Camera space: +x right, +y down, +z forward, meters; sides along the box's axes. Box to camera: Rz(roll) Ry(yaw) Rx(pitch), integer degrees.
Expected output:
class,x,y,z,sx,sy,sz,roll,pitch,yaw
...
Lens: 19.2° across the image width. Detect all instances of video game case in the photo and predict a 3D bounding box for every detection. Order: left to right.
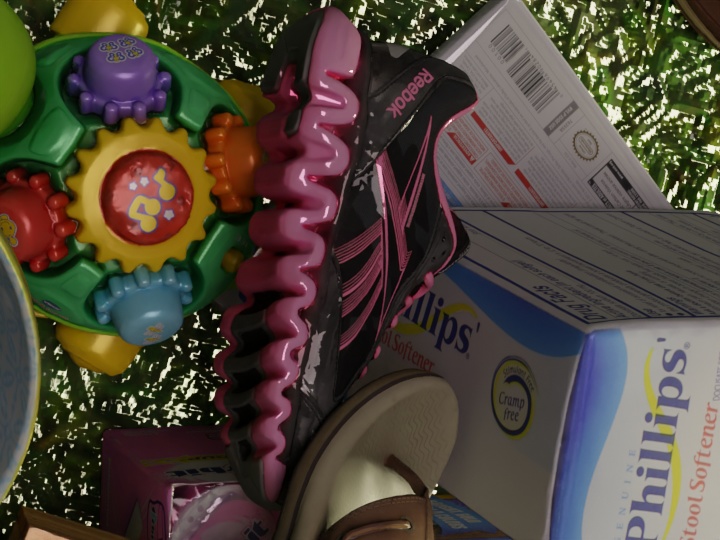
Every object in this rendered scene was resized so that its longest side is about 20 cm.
class,x,y,z,sx,sy,sz,roll,pitch,yaw
video game case,0.039,-0.012,0.996,0.200,0.018,0.143,-43,110,-11

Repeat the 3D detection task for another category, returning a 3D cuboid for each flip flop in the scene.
class,x,y,z,sx,sy,sz,roll,pitch,yaw
flip flop,-0.006,0.119,0.796,0.200,0.057,0.081,-53,144,-43

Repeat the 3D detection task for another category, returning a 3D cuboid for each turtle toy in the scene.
class,x,y,z,sx,sy,sz,roll,pitch,yaw
turtle toy,-0.118,-0.047,0.886,0.200,0.101,0.146,34,85,-22

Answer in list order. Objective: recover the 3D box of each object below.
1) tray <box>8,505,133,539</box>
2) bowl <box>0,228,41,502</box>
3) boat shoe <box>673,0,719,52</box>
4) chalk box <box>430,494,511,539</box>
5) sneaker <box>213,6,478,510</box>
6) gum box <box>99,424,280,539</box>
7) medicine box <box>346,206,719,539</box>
class,x,y,z,sx,sy,sz,roll,pitch,yaw
tray,-0.057,0.173,0.851,0.199,0.037,0.099,20,93,-17
bowl,-0.223,0.022,0.843,0.199,0.108,0.201,-2,107,-5
boat shoe,0.169,-0.186,0.994,0.072,0.068,0.201,-27,106,-15
chalk box,0.062,0.173,0.974,0.199,0.124,0.125,-1,97,-20
sneaker,0.000,0.000,0.853,0.095,0.079,0.201,11,90,-24
gum box,-0.071,0.177,0.929,0.066,0.113,0.201,-1,98,-21
medicine box,0.123,0.043,0.926,0.199,0.182,0.103,-1,106,-28
